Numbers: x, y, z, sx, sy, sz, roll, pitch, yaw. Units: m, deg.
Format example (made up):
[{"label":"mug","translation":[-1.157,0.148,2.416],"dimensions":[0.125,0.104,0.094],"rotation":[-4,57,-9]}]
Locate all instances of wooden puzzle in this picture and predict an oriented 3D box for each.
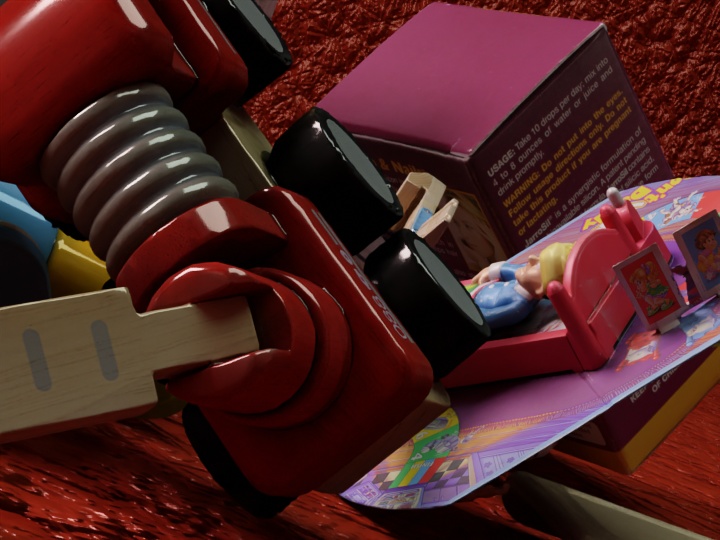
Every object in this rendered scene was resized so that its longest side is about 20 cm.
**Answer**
[{"label":"wooden puzzle","translation":[0.155,0.131,0.820],"dimensions":[0.184,0.037,0.200],"rotation":[21,0,-12]}]

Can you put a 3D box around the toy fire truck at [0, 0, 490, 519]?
[{"label":"toy fire truck","translation":[-0.075,-0.011,0.656],"dimensions":[0.177,0.128,0.200],"rotation":[55,10,16]}]

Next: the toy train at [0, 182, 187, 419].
[{"label":"toy train","translation":[-0.075,0.017,0.826],"dimensions":[0.199,0.085,0.116],"rotation":[27,18,-20]}]

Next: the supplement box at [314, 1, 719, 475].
[{"label":"supplement box","translation":[0.082,-0.017,1.084],"dimensions":[0.131,0.103,0.201],"rotation":[17,-36,51]}]

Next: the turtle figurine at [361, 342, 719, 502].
[{"label":"turtle figurine","translation":[0.060,0.042,0.902],"dimensions":[0.199,0.065,0.161],"rotation":[-26,2,-23]}]

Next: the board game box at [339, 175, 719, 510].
[{"label":"board game box","translation":[0.062,0.008,0.825],"dimensions":[0.039,0.199,0.158],"rotation":[60,-1,-21]}]

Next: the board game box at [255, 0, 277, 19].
[{"label":"board game box","translation":[-0.143,-0.099,1.009],"dimensions":[0.199,0.201,0.041],"rotation":[23,6,29]}]

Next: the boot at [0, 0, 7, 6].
[{"label":"boot","translation":[-0.167,-0.023,0.895],"dimensions":[0.198,0.139,0.078],"rotation":[-12,30,9]}]

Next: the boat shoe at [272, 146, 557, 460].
[{"label":"boat shoe","translation":[0.006,0.031,1.071],"dimensions":[0.200,0.067,0.074],"rotation":[42,-23,5]}]

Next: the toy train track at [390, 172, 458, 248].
[{"label":"toy train track","translation":[0.000,0.000,0.858],"dimensions":[0.032,0.115,0.200],"rotation":[33,23,-2]}]
